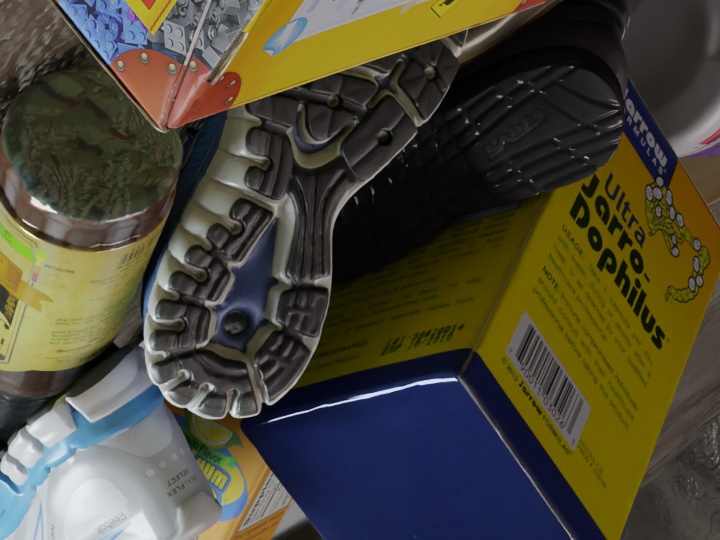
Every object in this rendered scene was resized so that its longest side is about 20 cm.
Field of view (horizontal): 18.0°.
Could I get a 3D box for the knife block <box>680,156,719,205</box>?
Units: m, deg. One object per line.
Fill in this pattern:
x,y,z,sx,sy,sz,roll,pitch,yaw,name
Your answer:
0.191,-0.075,1.250,0.200,0.064,0.176,-37,-171,-7,knife block

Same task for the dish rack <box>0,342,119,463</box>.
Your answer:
-0.186,0.108,0.980,0.153,0.055,0.200,-22,158,-49,dish rack

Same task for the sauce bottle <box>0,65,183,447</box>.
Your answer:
-0.113,0.006,0.816,0.065,0.065,0.200,-31,163,-31,sauce bottle

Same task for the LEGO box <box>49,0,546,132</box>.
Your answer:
0.018,-0.136,0.676,0.200,0.077,0.149,-24,160,-49,LEGO box

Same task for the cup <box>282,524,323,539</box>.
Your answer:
-0.081,0.187,1.294,0.200,0.200,0.144,-34,143,-22,cup

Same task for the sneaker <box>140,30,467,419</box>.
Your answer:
-0.031,-0.051,0.812,0.201,0.078,0.089,-63,-156,3,sneaker

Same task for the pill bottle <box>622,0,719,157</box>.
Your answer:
0.157,-0.109,1.071,0.111,0.112,0.200,-44,166,20,pill bottle

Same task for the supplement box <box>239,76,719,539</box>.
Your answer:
0.057,0.024,0.913,0.109,0.110,0.200,-15,-148,37,supplement box

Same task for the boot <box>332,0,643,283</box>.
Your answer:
0.023,-0.066,0.919,0.199,0.070,0.132,-13,-150,19,boot

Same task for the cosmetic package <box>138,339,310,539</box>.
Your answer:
-0.022,0.058,1.132,0.081,0.113,0.200,-44,169,34,cosmetic package

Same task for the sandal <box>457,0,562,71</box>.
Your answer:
0.075,-0.146,0.832,0.200,0.080,0.054,-36,151,3,sandal

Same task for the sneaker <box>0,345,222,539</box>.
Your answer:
-0.108,0.110,0.880,0.075,0.087,0.200,-35,172,-32,sneaker

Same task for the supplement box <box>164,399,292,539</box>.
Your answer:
-0.073,0.100,0.969,0.201,0.066,0.069,-62,163,17,supplement box
